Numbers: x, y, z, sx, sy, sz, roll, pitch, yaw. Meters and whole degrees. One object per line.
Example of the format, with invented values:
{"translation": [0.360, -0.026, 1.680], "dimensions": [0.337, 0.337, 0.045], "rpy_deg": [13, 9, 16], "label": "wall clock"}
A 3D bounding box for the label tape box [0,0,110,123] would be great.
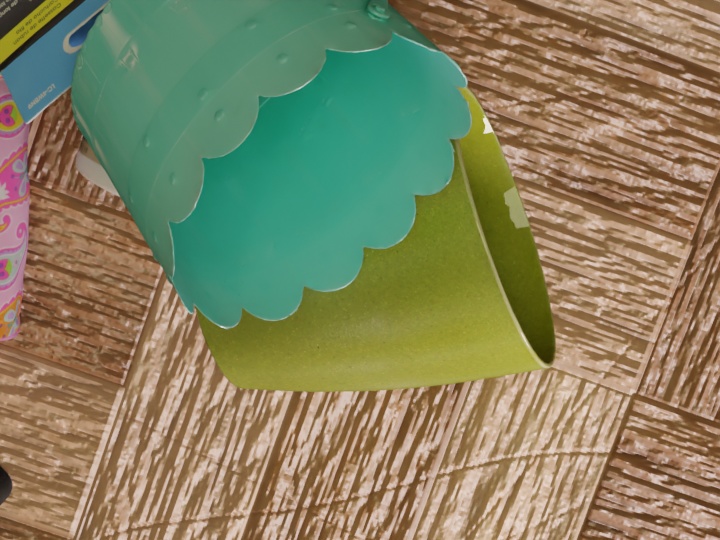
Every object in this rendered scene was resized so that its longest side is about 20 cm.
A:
{"translation": [-0.166, -0.190, 1.190], "dimensions": [0.143, 0.066, 0.201], "rpy_deg": [-37, 58, 13], "label": "label tape box"}

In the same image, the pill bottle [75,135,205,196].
{"translation": [-0.099, -0.140, 1.245], "dimensions": [0.110, 0.111, 0.201], "rpy_deg": [18, 98, -6], "label": "pill bottle"}

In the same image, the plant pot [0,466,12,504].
{"translation": [-0.368, 0.158, 1.249], "dimensions": [0.200, 0.177, 0.200], "rpy_deg": [-43, 99, 5], "label": "plant pot"}

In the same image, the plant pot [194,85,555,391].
{"translation": [0.000, 0.000, 1.255], "dimensions": [0.199, 0.187, 0.188], "rpy_deg": [-18, 101, 14], "label": "plant pot"}

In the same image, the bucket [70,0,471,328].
{"translation": [-0.053, -0.087, 1.103], "dimensions": [0.207, 0.207, 0.135], "rpy_deg": [-41, 61, 4], "label": "bucket"}

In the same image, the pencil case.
{"translation": [-0.254, -0.050, 1.266], "dimensions": [0.087, 0.087, 0.202], "rpy_deg": [5, 101, -4], "label": "pencil case"}
